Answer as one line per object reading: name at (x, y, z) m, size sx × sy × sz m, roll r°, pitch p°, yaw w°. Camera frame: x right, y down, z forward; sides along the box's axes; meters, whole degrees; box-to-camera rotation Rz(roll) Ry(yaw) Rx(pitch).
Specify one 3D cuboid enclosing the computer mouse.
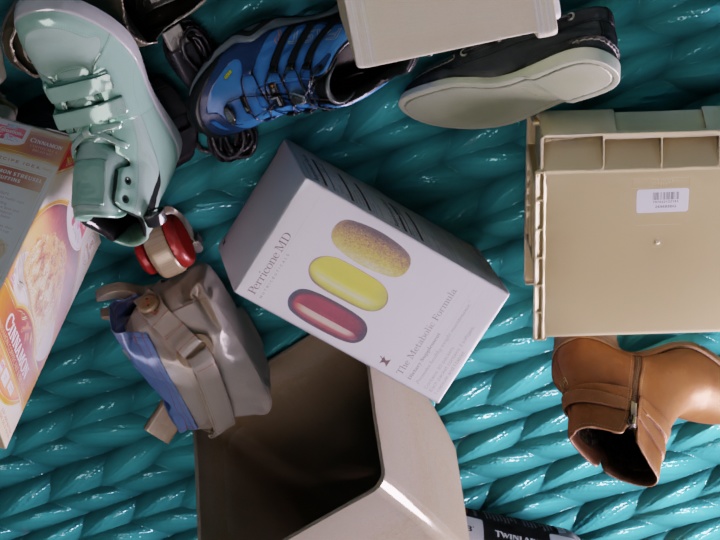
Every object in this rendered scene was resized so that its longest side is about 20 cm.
computer mouse at (-0.193, -0.111, 1.576) m, size 0.199 × 0.053 × 0.139 m, roll -16°, pitch 126°, yaw 13°

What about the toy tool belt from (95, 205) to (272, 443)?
toy tool belt at (-0.165, 0.056, 1.661) m, size 0.122 × 0.125 × 0.201 m, roll -24°, pitch 123°, yaw 8°

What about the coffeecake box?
coffeecake box at (-0.278, 0.010, 1.528) m, size 0.073 × 0.201 × 0.154 m, roll 15°, pitch 151°, yaw 10°

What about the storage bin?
storage bin at (0.233, -0.048, 1.592) m, size 0.198 × 0.094 × 0.200 m, roll -1°, pitch 127°, yaw 2°

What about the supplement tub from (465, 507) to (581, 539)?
supplement tub at (0.128, 0.288, 1.831) m, size 0.198 × 0.123 × 0.123 m, roll 12°, pitch 127°, yaw -8°

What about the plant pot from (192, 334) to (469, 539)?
plant pot at (-0.012, 0.192, 1.725) m, size 0.199 × 0.201 × 0.177 m, roll -32°, pitch 130°, yaw 23°

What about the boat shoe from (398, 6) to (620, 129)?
boat shoe at (0.114, -0.161, 1.521) m, size 0.074 × 0.067 × 0.199 m, roll 27°, pitch 152°, yaw -37°

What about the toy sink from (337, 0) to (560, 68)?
toy sink at (0.079, -0.226, 1.407) m, size 0.198 × 0.131 × 0.113 m, roll -13°, pitch 115°, yaw -2°

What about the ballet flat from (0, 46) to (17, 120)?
ballet flat at (-0.305, -0.140, 1.541) m, size 0.072 × 0.073 × 0.201 m, roll -1°, pitch 125°, yaw 2°

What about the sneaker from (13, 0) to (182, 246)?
sneaker at (-0.196, -0.105, 1.460) m, size 0.073 × 0.119 × 0.201 m, roll -11°, pitch 138°, yaw 23°

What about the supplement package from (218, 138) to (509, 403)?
supplement package at (0.000, 0.000, 1.603) m, size 0.199 × 0.110 × 0.114 m, roll 28°, pitch 102°, yaw -20°

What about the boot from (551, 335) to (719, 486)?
boot at (0.250, 0.120, 1.679) m, size 0.199 × 0.156 × 0.077 m, roll 29°, pitch 122°, yaw -20°

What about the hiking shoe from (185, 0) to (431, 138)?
hiking shoe at (-0.045, -0.153, 1.506) m, size 0.199 × 0.087 × 0.075 m, roll -27°, pitch 122°, yaw 9°

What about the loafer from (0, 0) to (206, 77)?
loafer at (-0.186, -0.202, 1.488) m, size 0.199 × 0.070 × 0.075 m, roll -27°, pitch 122°, yaw 14°
